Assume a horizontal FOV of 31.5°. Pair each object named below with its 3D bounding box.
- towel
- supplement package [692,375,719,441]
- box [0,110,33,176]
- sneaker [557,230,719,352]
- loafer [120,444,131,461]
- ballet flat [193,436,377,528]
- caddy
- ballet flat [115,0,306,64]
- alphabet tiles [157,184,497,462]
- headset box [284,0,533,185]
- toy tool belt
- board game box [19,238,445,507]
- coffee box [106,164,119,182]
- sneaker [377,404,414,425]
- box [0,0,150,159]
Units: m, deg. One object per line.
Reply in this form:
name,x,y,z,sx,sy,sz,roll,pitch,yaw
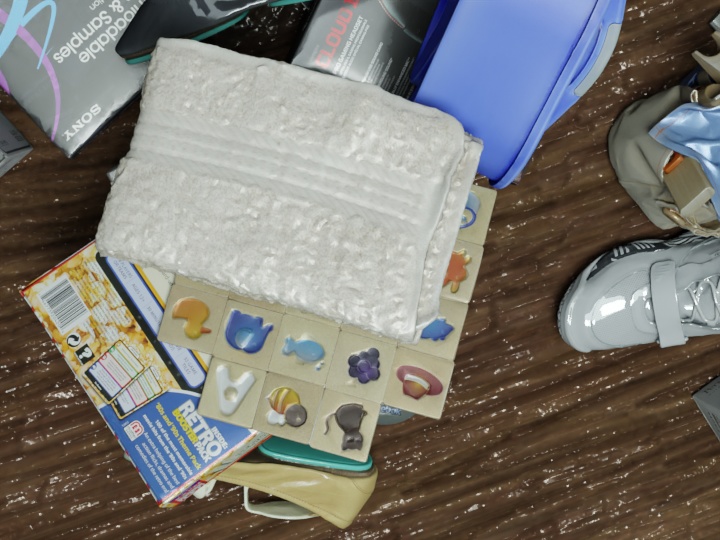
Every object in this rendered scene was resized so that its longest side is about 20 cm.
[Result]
towel,-0.039,-0.045,0.710,0.199,0.034,0.133,15,79,6
supplement package,0.381,0.108,0.940,0.199,0.111,0.156,-35,100,-3
box,-0.306,-0.134,0.818,0.060,0.117,0.200,-39,101,0
sneaker,0.245,0.018,0.906,0.199,0.115,0.076,-18,106,-6
loafer,-0.105,0.026,0.810,0.069,0.075,0.201,28,83,11
ballet flat,-0.087,0.140,0.904,0.199,0.069,0.063,17,108,-8
caddy,0.101,-0.146,0.767,0.104,0.142,0.201,22,128,-5
ballet flat,-0.073,-0.192,0.813,0.199,0.073,0.074,-15,98,13
alphabet tiles,-0.018,-0.002,0.722,0.165,0.006,0.201,15,80,5
headset box,0.048,-0.169,0.881,0.199,0.075,0.149,26,93,-10
toy tool belt,0.274,-0.114,0.895,0.125,0.123,0.200,44,89,-10
board game box,-0.073,0.018,0.747,0.199,0.046,0.152,-35,80,-4
coffee box,-0.076,-0.007,0.879,0.113,0.080,0.201,-28,99,-5
sneaker,0.000,0.000,0.816,0.074,0.087,0.202,-2,79,-6
box,-0.212,-0.196,0.863,0.143,0.036,0.200,-43,101,-2
